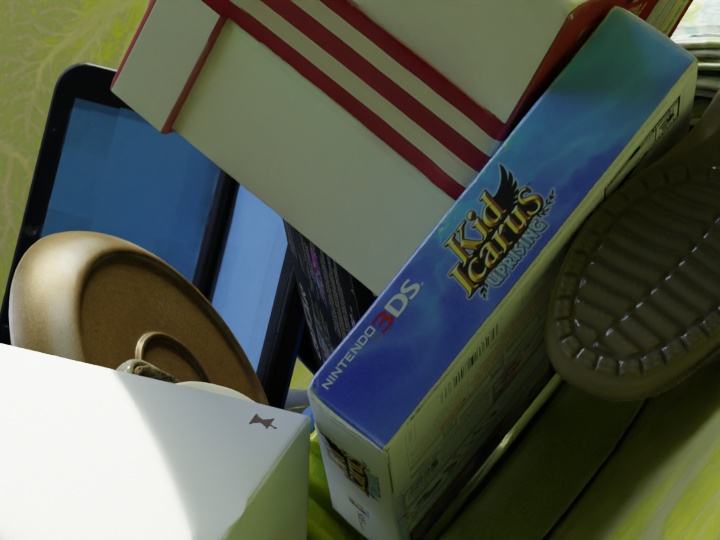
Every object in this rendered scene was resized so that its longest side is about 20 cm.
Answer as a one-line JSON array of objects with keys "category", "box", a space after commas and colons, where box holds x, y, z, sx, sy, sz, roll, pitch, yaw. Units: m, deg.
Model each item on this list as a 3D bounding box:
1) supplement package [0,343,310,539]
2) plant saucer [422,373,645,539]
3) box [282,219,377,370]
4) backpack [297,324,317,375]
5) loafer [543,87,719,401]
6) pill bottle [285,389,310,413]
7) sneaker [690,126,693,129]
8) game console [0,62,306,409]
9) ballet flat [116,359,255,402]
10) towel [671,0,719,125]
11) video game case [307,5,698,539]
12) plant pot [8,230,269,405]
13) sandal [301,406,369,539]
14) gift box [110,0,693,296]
[{"category": "supplement package", "box": [-0.116, 0.160, 1.086, 0.152, 0.150, 0.201, -53, -29, -56]}, {"category": "plant saucer", "box": [0.059, 0.098, 1.249, 0.200, 0.031, 0.200, -49, 3, 4]}, {"category": "box", "box": [0.000, 0.000, 1.389, 0.043, 0.201, 0.160, -17, 31, -9]}, {"category": "backpack", "box": [0.048, -0.021, 1.594, 0.200, 0.183, 0.147, -49, -20, 22]}, {"category": "loafer", "box": [0.143, -0.017, 1.109, 0.200, 0.076, 0.068, -47, -22, -24]}, {"category": "pill bottle", "box": [-0.046, 0.128, 1.639, 0.112, 0.112, 0.200, -50, 2, -13]}, {"category": "sneaker", "box": [0.154, -0.065, 1.358, 0.200, 0.091, 0.076, -50, 1, -34]}, {"category": "game console", "box": [-0.109, 0.000, 1.541, 0.171, 0.118, 0.201, 21, 98, 65]}, {"category": "ballet flat", "box": [-0.040, 0.098, 1.310, 0.062, 0.199, 0.068, -51, 28, 32]}, {"category": "towel", "box": [0.171, -0.123, 1.331, 0.170, 0.048, 0.200, 0, 27, 27]}, {"category": "video game case", "box": [0.059, 0.011, 1.149, 0.200, 0.045, 0.181, -50, -15, -13]}, {"category": "plant pot", "box": [-0.098, 0.064, 1.395, 0.027, 0.200, 0.200, -31, 10, 24]}, {"category": "sandal", "box": [-0.041, 0.115, 1.249, 0.087, 0.080, 0.200, 12, 53, 50]}, {"category": "gift box", "box": [0.020, -0.114, 1.202, 0.185, 0.187, 0.200, -58, -15, 25]}]
